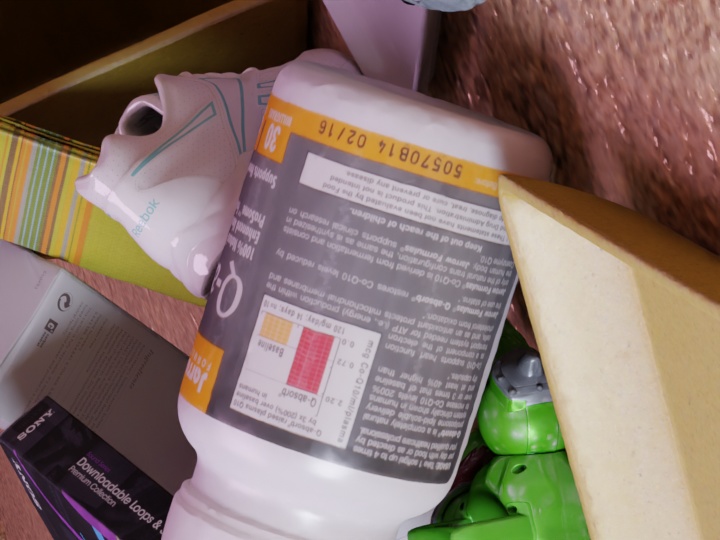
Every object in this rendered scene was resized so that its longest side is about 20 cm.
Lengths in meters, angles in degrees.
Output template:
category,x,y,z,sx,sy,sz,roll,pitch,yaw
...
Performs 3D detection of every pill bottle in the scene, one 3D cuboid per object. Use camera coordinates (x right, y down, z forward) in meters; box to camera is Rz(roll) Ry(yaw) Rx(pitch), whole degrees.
category,x,y,z,sx,sy,sz,roll,pitch,yaw
pill bottle,-0.006,0.028,1.121,0.116,0.116,0.201,30,103,68

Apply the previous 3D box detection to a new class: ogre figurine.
category,x,y,z,sx,sy,sz,roll,pitch,yaw
ogre figurine,0.063,0.109,1.185,0.120,0.098,0.201,166,117,-76

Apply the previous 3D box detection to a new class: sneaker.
category,x,y,z,sx,sy,sz,roll,pitch,yaw
sneaker,-0.056,-0.061,1.234,0.080,0.200,0.071,32,117,3

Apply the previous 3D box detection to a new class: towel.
category,x,y,z,sx,sy,sz,roll,pitch,yaw
towel,-0.098,-0.021,1.317,0.086,0.199,0.018,112,176,-55

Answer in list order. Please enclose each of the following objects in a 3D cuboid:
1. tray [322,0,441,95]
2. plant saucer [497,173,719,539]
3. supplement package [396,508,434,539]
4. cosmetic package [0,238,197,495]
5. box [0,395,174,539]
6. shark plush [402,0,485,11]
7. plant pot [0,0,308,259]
category,x,y,z,sx,sy,sz,roll,pitch,yaw
tray,0.011,-0.142,1.176,0.108,0.022,0.200,61,165,23
plant saucer,0.128,0.070,0.999,0.200,0.048,0.201,-141,32,-65
supplement package,0.038,0.183,1.380,0.114,0.109,0.201,-142,33,-64
cosmetic package,-0.142,0.056,1.432,0.113,0.081,0.200,24,168,43
box,-0.074,0.152,1.256,0.200,0.036,0.143,35,155,47
shark plush,-0.007,-0.124,1.101,0.083,0.091,0.200,39,165,-11
plant pot,-0.139,-0.120,1.460,0.195,0.195,0.200,60,170,30
